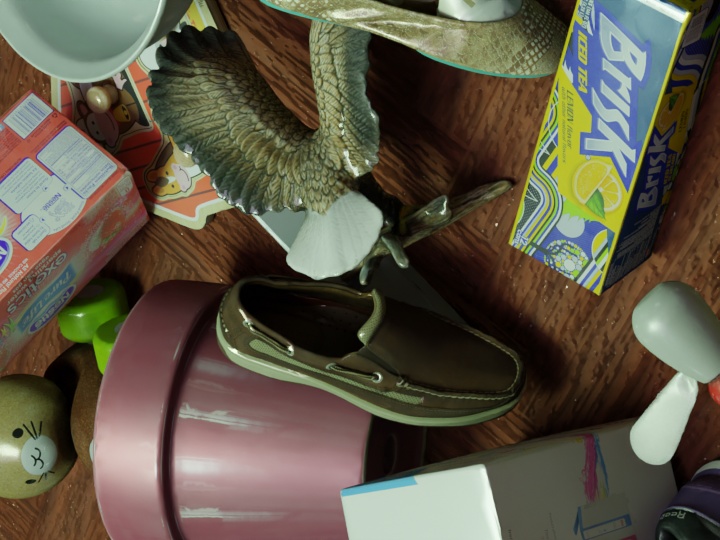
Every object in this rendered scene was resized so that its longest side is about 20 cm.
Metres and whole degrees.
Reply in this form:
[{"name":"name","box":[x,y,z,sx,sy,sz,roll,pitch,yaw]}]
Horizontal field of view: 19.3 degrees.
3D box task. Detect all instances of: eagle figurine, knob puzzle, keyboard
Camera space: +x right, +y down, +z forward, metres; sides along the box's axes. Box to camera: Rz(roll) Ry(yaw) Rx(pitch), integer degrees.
[{"name":"eagle figurine","box":[-0.029,-0.091,1.328,0.200,0.152,0.151,58,156,-10]},{"name":"knob puzzle","box":[-0.156,-0.116,1.485,0.219,0.030,0.220,21,127,30]},{"name":"keyboard","box":[0.000,0.000,1.404,0.200,0.056,0.011,46,163,9]}]

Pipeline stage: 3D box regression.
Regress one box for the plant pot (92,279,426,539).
[{"name":"plant pot","box":[-0.058,0.112,1.438,0.179,0.200,0.200,5,119,21]}]

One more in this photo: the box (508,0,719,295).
[{"name":"box","box":[0.150,-0.089,1.218,0.070,0.064,0.200,31,130,22]}]

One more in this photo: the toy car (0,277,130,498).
[{"name":"toy car","box":[-0.235,0.125,1.552,0.158,0.200,0.165,34,139,56]}]

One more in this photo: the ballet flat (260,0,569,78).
[{"name":"ballet flat","box":[0.031,-0.165,1.230,0.200,0.071,0.065,13,137,1]}]

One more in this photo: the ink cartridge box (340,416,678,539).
[{"name":"ink cartridge box","box":[0.110,0.170,1.325,0.128,0.200,0.125,-16,86,44]}]

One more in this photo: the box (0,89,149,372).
[{"name":"box","box":[-0.255,-0.012,1.483,0.103,0.200,0.095,38,166,17]}]

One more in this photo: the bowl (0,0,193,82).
[{"name":"bowl","box":[-0.162,-0.227,1.369,0.201,0.090,0.201,15,112,40]}]

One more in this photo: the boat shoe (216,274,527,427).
[{"name":"boat shoe","box":[0.009,0.047,1.334,0.202,0.075,0.075,10,152,-2]}]

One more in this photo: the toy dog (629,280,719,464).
[{"name":"toy dog","box":[0.227,0.089,1.239,0.096,0.132,0.200,-177,67,-74]}]

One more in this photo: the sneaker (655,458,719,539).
[{"name":"sneaker","box":[0.251,0.219,1.296,0.200,0.088,0.076,51,135,4]}]
